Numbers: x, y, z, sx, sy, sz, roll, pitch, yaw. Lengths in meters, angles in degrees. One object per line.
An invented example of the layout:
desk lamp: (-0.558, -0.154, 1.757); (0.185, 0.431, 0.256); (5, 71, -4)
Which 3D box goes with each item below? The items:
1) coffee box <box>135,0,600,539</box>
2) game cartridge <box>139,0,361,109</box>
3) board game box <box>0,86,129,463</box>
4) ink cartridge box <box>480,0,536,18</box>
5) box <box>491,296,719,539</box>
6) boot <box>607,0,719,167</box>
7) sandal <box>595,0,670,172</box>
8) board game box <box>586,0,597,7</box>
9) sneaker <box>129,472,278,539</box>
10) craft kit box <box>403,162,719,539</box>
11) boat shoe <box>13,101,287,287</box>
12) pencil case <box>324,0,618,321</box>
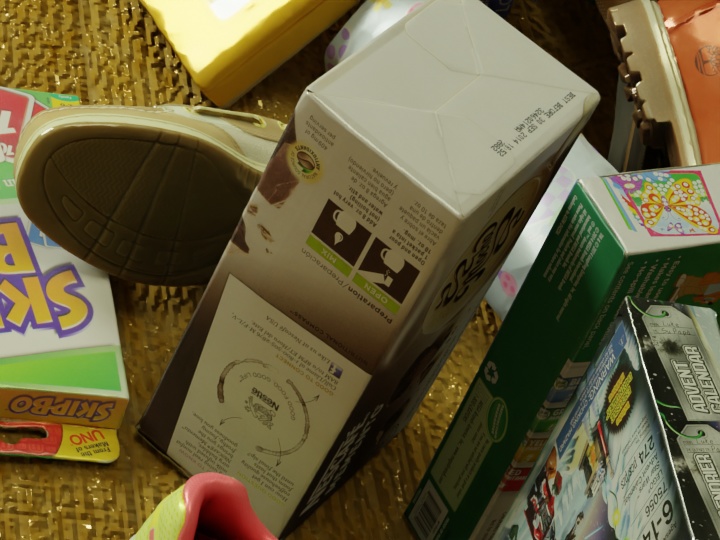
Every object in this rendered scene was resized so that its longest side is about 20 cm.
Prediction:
coffee box: (0.000, 0.000, 0.990); (0.080, 0.201, 0.113); (38, 41, 11)
game cartridge: (-0.036, -0.202, 1.213); (0.177, 0.200, 0.032); (55, 8, 31)
board game box: (-0.155, -0.004, 1.053); (0.095, 0.030, 0.201); (6, 47, -21)
ink cartridge box: (0.041, -0.223, 1.293); (0.076, 0.137, 0.201); (-4, 49, -27)
box: (0.086, 0.128, 0.897); (0.040, 0.201, 0.138); (8, 42, -19)
boot: (0.192, -0.040, 1.148); (0.106, 0.075, 0.202); (-16, 86, 0)
sandal: (0.140, -0.125, 1.231); (0.054, 0.202, 0.082); (13, 2, 26)
board game box: (0.182, -0.151, 1.318); (0.104, 0.024, 0.200); (-22, 41, -27)
sneaker: (-0.021, 0.156, 0.900); (0.200, 0.091, 0.078); (45, 43, 20)
craft kit box: (0.138, 0.037, 1.021); (0.196, 0.201, 0.049); (-11, 52, -33)
boat shoe: (-0.071, -0.036, 1.087); (0.199, 0.074, 0.066); (14, 24, -39)
pencil case: (0.066, -0.052, 1.166); (0.090, 0.083, 0.200); (-22, 57, -26)
